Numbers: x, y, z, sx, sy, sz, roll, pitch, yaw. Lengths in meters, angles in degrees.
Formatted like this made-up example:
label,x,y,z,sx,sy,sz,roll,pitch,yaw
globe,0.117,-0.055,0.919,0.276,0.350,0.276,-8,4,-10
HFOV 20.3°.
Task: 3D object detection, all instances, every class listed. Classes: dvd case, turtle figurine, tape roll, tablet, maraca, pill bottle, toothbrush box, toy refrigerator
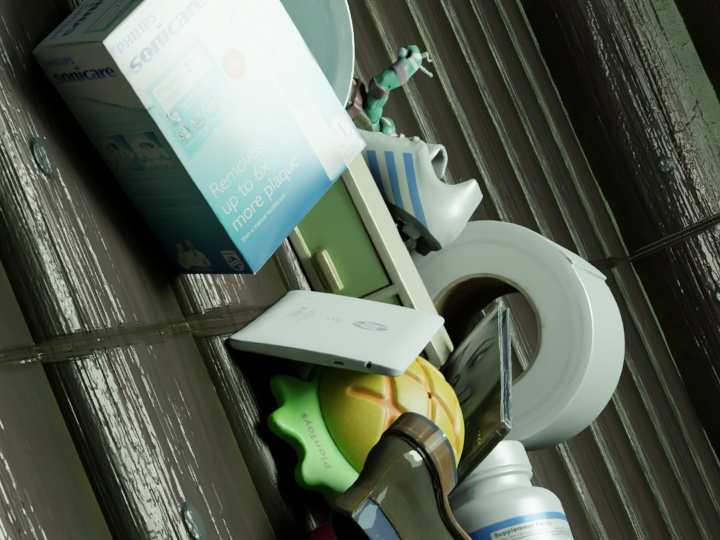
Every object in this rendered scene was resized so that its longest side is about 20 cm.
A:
label,x,y,z,sx,sy,sz,roll,pitch,yaw
dvd case,0.073,0.124,1.651,0.016,0.149,0.200,34,24,-13
turtle figurine,-0.012,-0.171,1.859,0.200,0.150,0.101,43,50,-36
tape roll,0.128,0.062,1.819,0.203,0.202,0.139,69,16,13
tablet,-0.014,0.044,1.525,0.200,0.130,0.014,-42,140,-74
maraca,0.005,0.119,1.500,0.200,0.107,0.137,-8,63,-54
pill bottle,0.131,0.252,1.706,0.112,0.112,0.200,35,33,-63
toothbrush box,-0.107,-0.118,1.382,0.146,0.085,0.200,-50,121,-32
toy refrigerator,0.000,0.000,1.716,0.200,0.076,0.070,65,15,-6

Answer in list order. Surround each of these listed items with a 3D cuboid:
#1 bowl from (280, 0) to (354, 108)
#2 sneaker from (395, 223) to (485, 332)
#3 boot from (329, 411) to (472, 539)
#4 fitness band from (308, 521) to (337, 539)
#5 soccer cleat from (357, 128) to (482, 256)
label,x,y,z,sx,sy,sz,roll,pitch,yaw
bowl,-0.106,-0.166,1.501,0.201,0.090,0.202,-2,93,-44
sneaker,0.053,-0.010,1.954,0.200,0.078,0.086,63,1,-39
boot,0.029,0.205,1.423,0.097,0.075,0.200,-41,129,-36
fitness band,0.023,0.265,1.457,0.200,0.037,0.144,55,18,-32
soccer cleat,0.025,-0.093,1.795,0.200,0.086,0.070,39,-10,28
